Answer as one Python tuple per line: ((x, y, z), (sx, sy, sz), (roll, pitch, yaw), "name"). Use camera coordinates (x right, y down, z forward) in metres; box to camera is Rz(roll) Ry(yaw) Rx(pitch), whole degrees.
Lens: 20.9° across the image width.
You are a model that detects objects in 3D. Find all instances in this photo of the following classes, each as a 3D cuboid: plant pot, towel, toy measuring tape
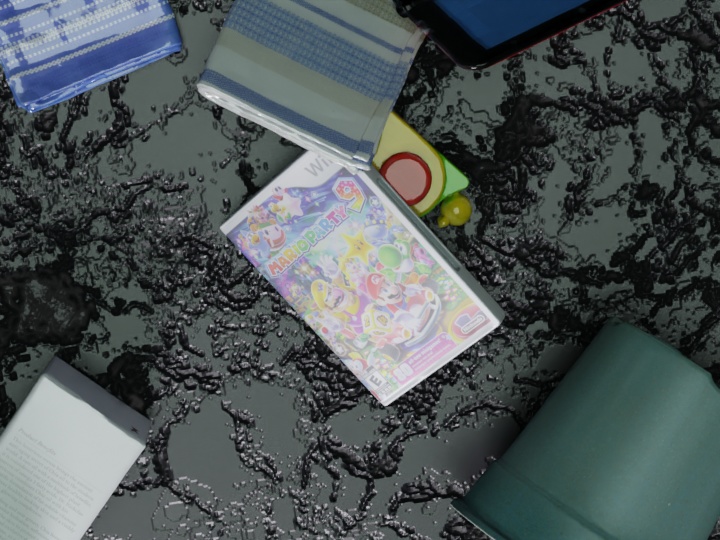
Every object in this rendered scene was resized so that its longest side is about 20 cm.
((0.205, 0.156, 1.520), (0.199, 0.200, 0.197), (33, 90, -6), "plant pot")
((-0.026, -0.185, 1.494), (0.146, 0.024, 0.201), (25, 67, -5), "towel")
((0.005, -0.099, 1.531), (0.200, 0.074, 0.074), (41, 97, -7), "toy measuring tape")
((-0.239, -0.240, 1.527), (0.144, 0.024, 0.201), (-21, 99, 2), "towel")

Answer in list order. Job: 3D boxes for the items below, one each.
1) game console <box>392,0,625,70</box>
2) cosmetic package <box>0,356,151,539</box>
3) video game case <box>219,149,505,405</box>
((0.117, -0.263, 1.459), (0.199, 0.119, 0.173), (-26, 99, -12), "game console")
((-0.265, 0.183, 1.570), (0.101, 0.071, 0.201), (35, 98, -7), "cosmetic package")
((0.000, 0.000, 1.537), (0.200, 0.018, 0.143), (47, 127, -7), "video game case")
